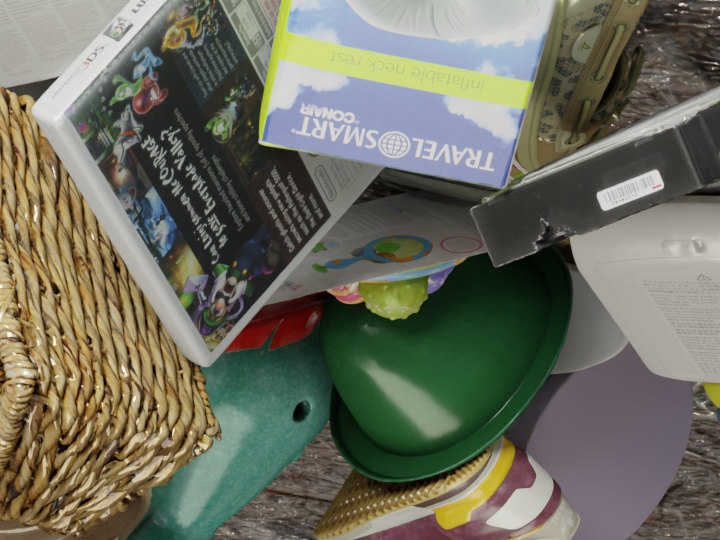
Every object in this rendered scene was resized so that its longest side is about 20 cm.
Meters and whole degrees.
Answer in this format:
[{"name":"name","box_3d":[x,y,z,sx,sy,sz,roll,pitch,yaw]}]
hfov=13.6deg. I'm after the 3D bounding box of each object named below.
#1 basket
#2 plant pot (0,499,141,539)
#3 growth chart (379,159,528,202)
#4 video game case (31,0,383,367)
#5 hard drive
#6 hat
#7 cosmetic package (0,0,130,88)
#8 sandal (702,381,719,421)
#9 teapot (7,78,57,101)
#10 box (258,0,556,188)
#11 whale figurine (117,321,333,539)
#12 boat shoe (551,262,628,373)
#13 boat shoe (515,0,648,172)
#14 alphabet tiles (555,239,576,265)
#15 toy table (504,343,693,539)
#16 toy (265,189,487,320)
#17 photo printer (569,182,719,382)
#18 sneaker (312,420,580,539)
[{"name":"basket","box_3d":[-0.184,0.022,1.508,0.143,0.201,0.149,-33,149,28]},{"name":"plant pot","box_3d":[-0.224,0.068,1.862,0.199,0.201,0.175,5,159,10]},{"name":"growth chart","box_3d":[0.031,-0.079,1.604,0.144,0.018,0.200,16,162,25]},{"name":"video game case","box_3d":[-0.056,-0.077,1.439,0.023,0.182,0.200,28,158,35]},{"name":"hard drive","box_3d":[0.164,-0.064,1.446,0.200,0.038,0.140,-24,-178,-44]},{"name":"hat","box_3d":[-0.001,0.011,1.693,0.165,0.200,0.176,6,150,47]},{"name":"cosmetic package","box_3d":[-0.151,-0.143,1.484,0.200,0.051,0.083,-8,127,37]},{"name":"sandal","box_3d":[0.267,0.097,1.852,0.079,0.087,0.200,-7,177,33]},{"name":"teapot","box_3d":[-0.179,-0.020,1.707,0.199,0.147,0.197,8,159,-1]},{"name":"box","box_3d":[0.025,-0.121,1.371,0.122,0.048,0.200,11,123,-4]},{"name":"whale figurine","box_3d":[-0.081,0.104,1.847,0.104,0.201,0.159,23,-177,42]},{"name":"boat shoe","box_3d":[0.077,0.023,1.826,0.199,0.069,0.057,2,-172,27]},{"name":"boat shoe","box_3d":[0.111,-0.102,1.485,0.062,0.074,0.200,9,158,6]},{"name":"alphabet tiles","box_3d":[0.186,-0.011,1.772,0.166,0.006,0.200,17,157,-18]},{"name":"toy table","box_3d":[0.109,0.109,1.897,0.117,0.185,0.200,4,-167,37]},{"name":"toy","box_3d":[0.000,0.000,1.647,0.199,0.047,0.115,-9,-158,-24]},{"name":"photo printer","box_3d":[0.212,-0.002,1.680,0.166,0.070,0.200,0,156,24]},{"name":"sneaker","box_3d":[0.048,0.151,1.780,0.090,0.075,0.200,41,153,-15]}]
